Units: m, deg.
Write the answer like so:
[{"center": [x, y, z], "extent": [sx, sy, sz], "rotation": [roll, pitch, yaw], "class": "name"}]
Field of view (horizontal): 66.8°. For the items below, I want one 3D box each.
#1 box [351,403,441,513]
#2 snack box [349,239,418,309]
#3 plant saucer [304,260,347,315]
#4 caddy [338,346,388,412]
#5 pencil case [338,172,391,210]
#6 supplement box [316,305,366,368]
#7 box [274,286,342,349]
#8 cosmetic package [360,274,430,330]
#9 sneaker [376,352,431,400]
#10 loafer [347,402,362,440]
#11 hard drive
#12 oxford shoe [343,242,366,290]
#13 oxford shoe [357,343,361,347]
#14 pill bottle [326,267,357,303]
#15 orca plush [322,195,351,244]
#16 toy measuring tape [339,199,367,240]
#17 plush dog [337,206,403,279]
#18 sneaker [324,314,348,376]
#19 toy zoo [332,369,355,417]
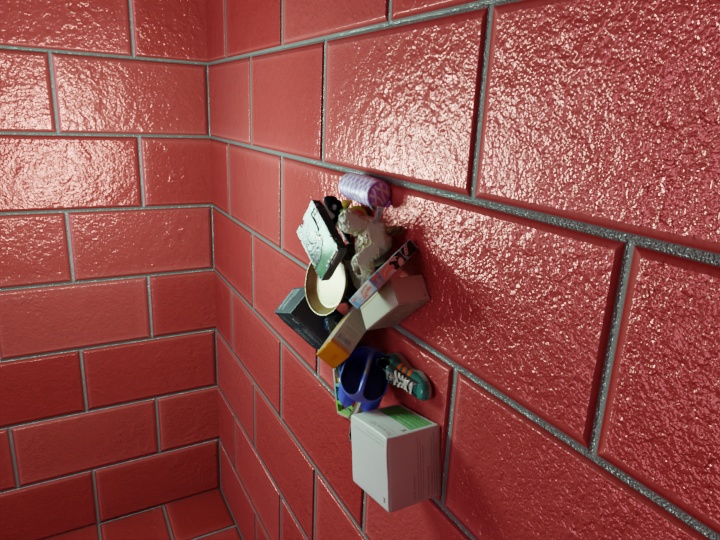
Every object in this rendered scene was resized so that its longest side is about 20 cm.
[{"center": [0.092, 0.493, 1.464], "extent": [0.198, 0.169, 0.203], "rotation": [10, 105, 60], "class": "box"}, {"center": [0.061, 0.009, 1.405], "extent": [0.037, 0.200, 0.116], "rotation": [44, 140, 3], "class": "snack box"}, {"center": [-0.096, 0.036, 1.648], "extent": [0.199, 0.035, 0.203], "rotation": [-10, 76, 47], "class": "plant saucer"}, {"center": [0.012, 0.309, 1.573], "extent": [0.201, 0.140, 0.106], "rotation": [-70, -4, -49], "class": "caddy"}, {"center": [0.013, -0.230, 1.571], "extent": [0.084, 0.085, 0.200], "rotation": [-56, 35, 0], "class": "pencil case"}, {"center": [-0.034, 0.177, 1.612], "extent": [0.073, 0.200, 0.126], "rotation": [39, 143, -2], "class": "supplement box"}, {"center": [-0.158, 0.160, 1.814], "extent": [0.197, 0.118, 0.199], "rotation": [44, 161, -16], "class": "box"}, {"center": [0.089, 0.089, 1.463], "extent": [0.200, 0.102, 0.074], "rotation": [-47, 54, 54], "class": "cosmetic package"}, {"center": [0.113, 0.292, 1.479], "extent": [0.200, 0.079, 0.072], "rotation": [37, 127, 54], "class": "sneaker"}, {"center": [0.000, 0.467, 1.736], "extent": [0.075, 0.069, 0.203], "rotation": [32, 123, 55], "class": "loafer"}, {"center": [-0.116, -0.090, 1.613], "extent": [0.201, 0.037, 0.140], "rotation": [60, 137, 31], "class": "hard drive"}, {"center": [0.000, 0.000, 1.613], "extent": [0.201, 0.075, 0.058], "rotation": [59, 175, 20], "class": "oxford shoe"}, {"center": [-0.041, 0.255, 1.780], "extent": [0.199, 0.072, 0.086], "rotation": [8, 100, 49], "class": "oxford shoe"}, {"center": [-0.068, 0.046, 1.738], "extent": [0.199, 0.111, 0.114], "rotation": [2, 97, 62], "class": "pill bottle"}, {"center": [-0.047, -0.155, 1.680], "extent": [0.106, 0.070, 0.202], "rotation": [-74, -30, -50], "class": "orca plush"}, {"center": [0.005, -0.125, 1.632], "extent": [0.202, 0.073, 0.073], "rotation": [61, 152, -7], "class": "toy measuring tape"}, {"center": [0.033, -0.077, 1.520], "extent": [0.172, 0.159, 0.202], "rotation": [104, 148, -79], "class": "plush dog"}, {"center": [-0.053, 0.234, 1.687], "extent": [0.073, 0.081, 0.203], "rotation": [135, 124, -73], "class": "sneaker"}, {"center": [-0.054, 0.403, 1.878], "extent": [0.131, 0.020, 0.203], "rotation": [-2, 94, 62], "class": "toy zoo"}]
